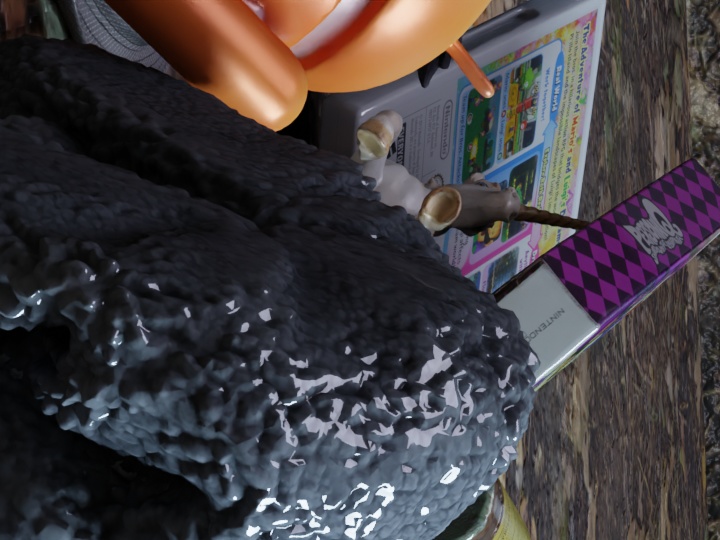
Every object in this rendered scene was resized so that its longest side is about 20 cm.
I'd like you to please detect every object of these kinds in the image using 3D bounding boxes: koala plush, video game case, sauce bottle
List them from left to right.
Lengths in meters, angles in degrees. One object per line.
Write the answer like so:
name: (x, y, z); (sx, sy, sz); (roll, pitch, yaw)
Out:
koala plush: (-0.069, 0.069, 0.526); (0.177, 0.184, 0.200); (-16, 127, -63)
video game case: (0.040, -0.010, 1.002); (0.182, 0.024, 0.200); (-30, 134, -45)
sauce bottle: (0.058, 0.148, 1.215); (0.200, 0.065, 0.065); (63, 29, -64)
video game case: (0.045, 0.040, 0.860); (0.036, 0.181, 0.200); (50, 25, 5)

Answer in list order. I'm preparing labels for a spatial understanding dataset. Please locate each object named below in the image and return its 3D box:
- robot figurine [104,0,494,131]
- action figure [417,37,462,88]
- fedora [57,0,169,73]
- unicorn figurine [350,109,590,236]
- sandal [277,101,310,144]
robot figurine: (-0.036, -0.119, 0.620); (0.117, 0.200, 0.144); (-57, -151, 15)
action figure: (-0.004, -0.142, 0.905); (0.200, 0.102, 0.119); (-99, -179, -67)
fedora: (-0.045, -0.149, 0.755); (0.177, 0.090, 0.200); (-77, 161, -44)
unicorn figurine: (0.000, 0.000, 0.819); (0.074, 0.200, 0.137); (52, -12, 4)
sandal: (-0.042, -0.040, 0.857); (0.200, 0.043, 0.076); (-62, 148, -63)
